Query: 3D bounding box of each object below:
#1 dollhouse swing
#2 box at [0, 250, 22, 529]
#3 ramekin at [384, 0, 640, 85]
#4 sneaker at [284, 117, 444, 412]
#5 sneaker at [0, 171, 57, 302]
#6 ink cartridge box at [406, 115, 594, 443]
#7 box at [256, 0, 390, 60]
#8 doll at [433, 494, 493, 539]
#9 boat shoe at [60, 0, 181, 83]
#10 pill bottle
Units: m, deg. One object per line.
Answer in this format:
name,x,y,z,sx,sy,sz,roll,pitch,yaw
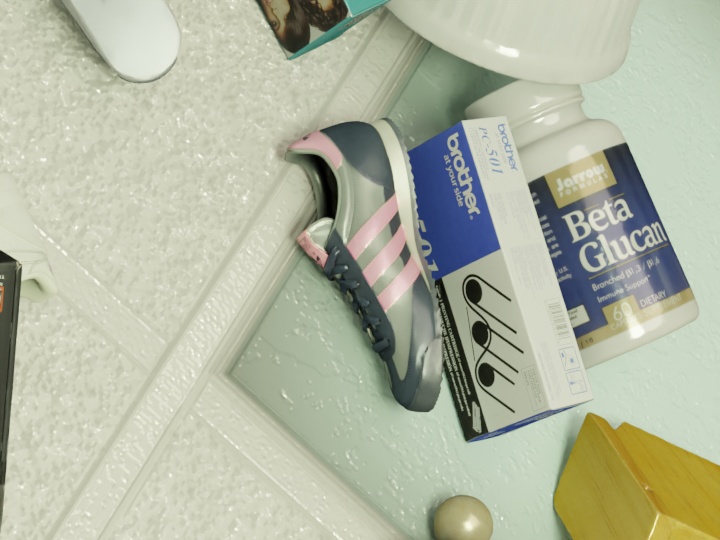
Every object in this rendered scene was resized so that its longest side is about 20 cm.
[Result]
dollhouse swing,0.214,0.241,1.517,0.199,0.176,0.182,24,18,-28
box,-0.280,0.072,1.148,0.199,0.049,0.162,-4,110,-39
ramekin,0.110,-0.225,1.516,0.199,0.098,0.201,15,34,-10
sneaker,0.000,0.000,1.436,0.081,0.070,0.201,-7,73,-21
sneaker,-0.250,0.016,1.221,0.200,0.075,0.100,-32,92,-40
ink cartridge box,0.084,0.007,1.469,0.044,0.094,0.201,-9,79,-39
box,-0.060,-0.250,1.466,0.049,0.082,0.201,-30,92,-39
doll,0.045,0.229,1.382,0.136,0.048,0.201,36,55,-23
boat shoe,-0.181,-0.206,1.369,0.073,0.065,0.201,-26,98,-9
pill bottle,0.149,-0.037,1.524,0.111,0.111,0.201,-21,86,-40
